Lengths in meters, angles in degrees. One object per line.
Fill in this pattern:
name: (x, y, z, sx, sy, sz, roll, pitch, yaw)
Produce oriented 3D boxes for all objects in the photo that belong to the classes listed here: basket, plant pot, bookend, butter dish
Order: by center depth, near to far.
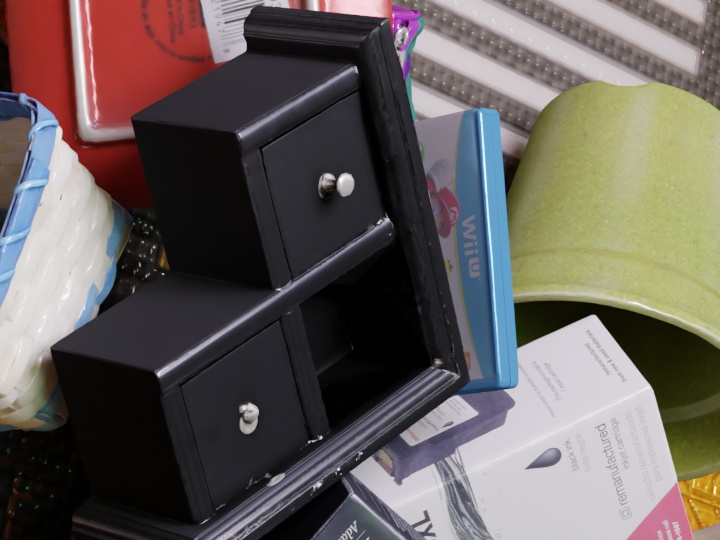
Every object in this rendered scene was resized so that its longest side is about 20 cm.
bookend: (-0.060, 0.005, 1.236, 0.199, 0.092, 0.200, -33, 121, -39)
basket: (-0.215, -0.015, 1.244, 0.200, 0.139, 0.177, 46, 54, -45)
butter dish: (-0.079, -0.136, 1.388, 0.199, 0.148, 0.200, -5, 90, 5)
plant pot: (0.152, -0.004, 1.533, 0.200, 0.200, 0.184, 36, 52, -30)

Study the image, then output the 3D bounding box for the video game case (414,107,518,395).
video game case: (0.000, 0.000, 1.384, 0.018, 0.200, 0.143, 2, 81, -45)

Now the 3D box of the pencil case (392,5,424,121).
pencil case: (-0.003, -0.050, 1.461, 0.085, 0.092, 0.200, 2, 83, -39)

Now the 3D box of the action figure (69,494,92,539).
action figure: (-0.126, 0.112, 1.332, 0.194, 0.104, 0.200, -55, 139, -37)

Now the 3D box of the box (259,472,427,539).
box: (-0.008, 0.229, 1.281, 0.182, 0.104, 0.200, 41, 90, -10)

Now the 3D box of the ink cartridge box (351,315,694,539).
ink cartridge box: (0.068, 0.136, 1.411, 0.200, 0.084, 0.145, -24, 124, -6)

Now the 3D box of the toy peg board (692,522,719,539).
toy peg board: (0.297, 0.222, 1.608, 0.200, 0.098, 0.199, -11, 63, -40)
